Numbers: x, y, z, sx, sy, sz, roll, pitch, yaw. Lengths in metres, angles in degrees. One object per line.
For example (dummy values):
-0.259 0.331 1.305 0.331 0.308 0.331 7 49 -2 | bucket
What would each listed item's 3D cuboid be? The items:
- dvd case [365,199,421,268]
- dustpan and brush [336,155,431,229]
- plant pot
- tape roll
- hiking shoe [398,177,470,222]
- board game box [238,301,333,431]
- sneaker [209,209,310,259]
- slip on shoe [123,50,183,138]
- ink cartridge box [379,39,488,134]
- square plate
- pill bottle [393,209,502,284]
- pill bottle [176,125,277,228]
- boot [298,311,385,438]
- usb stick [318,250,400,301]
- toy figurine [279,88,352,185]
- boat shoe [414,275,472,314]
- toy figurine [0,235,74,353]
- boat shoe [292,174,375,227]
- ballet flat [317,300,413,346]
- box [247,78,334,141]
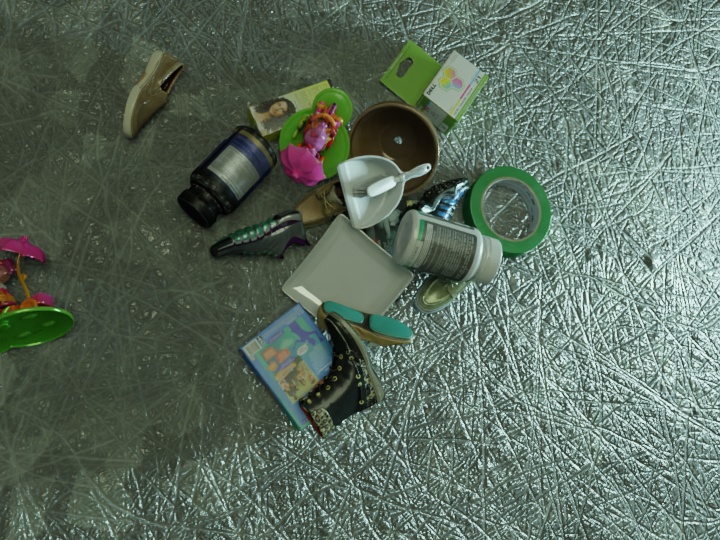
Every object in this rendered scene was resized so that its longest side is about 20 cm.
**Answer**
0.105 -0.080 1.458 0.197 0.022 0.148 -4 78 -26 | dvd case
0.058 -0.179 1.368 0.199 0.057 0.141 -28 111 -34 | dustpan and brush
0.075 -0.267 1.451 0.200 0.202 0.093 33 30 -4 | plant pot
0.330 -0.132 1.530 0.197 0.048 0.203 3 76 -14 | tape roll
0.166 -0.128 1.458 0.199 0.074 0.087 -36 110 -25 | hiking shoe
-0.122 0.189 1.338 0.151 0.045 0.201 -37 88 -20 | board game box
-0.199 -0.049 1.365 0.198 0.074 0.089 -23 106 -8 | sneaker
-0.421 -0.355 1.379 0.060 0.076 0.202 18 66 -3 | slip on shoe
0.166 -0.434 1.546 0.199 0.076 0.149 36 71 -5 | ink cartridge box
-0.025 0.023 1.382 0.199 0.028 0.199 39 93 -3 | square plate
0.174 -0.042 1.358 0.197 0.113 0.115 15 73 -14 | pill bottle
-0.268 -0.185 1.355 0.112 0.112 0.201 40 71 -2 | pill bottle
-0.054 0.198 1.278 0.153 0.073 0.205 -32 106 -20 | boot
0.000 0.000 1.421 0.198 0.033 0.056 29 64 -7 | usb stick
-0.088 -0.247 1.328 0.149 0.185 0.201 28 112 -9 | toy figurine
0.197 0.017 1.445 0.199 0.062 0.072 -38 80 -14 | boat shoe
-0.631 0.033 1.223 0.198 0.150 0.186 -23 68 6 | toy figurine
-0.055 -0.153 1.408 0.198 0.066 0.075 -29 89 -2 | boat shoe
0.007 0.116 1.355 0.197 0.064 0.069 20 34 -1 | ballet flat
-0.138 -0.342 1.459 0.198 0.050 0.076 -26 84 -19 | box
